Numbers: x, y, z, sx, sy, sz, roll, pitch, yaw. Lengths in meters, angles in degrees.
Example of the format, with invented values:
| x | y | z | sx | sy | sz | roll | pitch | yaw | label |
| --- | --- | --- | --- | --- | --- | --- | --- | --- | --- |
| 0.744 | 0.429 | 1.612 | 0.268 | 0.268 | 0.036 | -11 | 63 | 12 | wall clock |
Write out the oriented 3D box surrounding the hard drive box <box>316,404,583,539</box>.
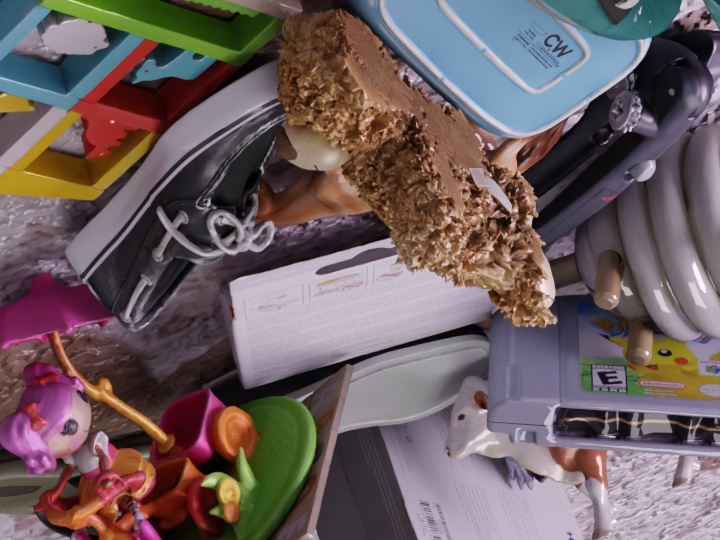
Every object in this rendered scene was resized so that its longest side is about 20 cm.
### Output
| x | y | z | sx | sy | sz | roll | pitch | yaw | label |
| --- | --- | --- | --- | --- | --- | --- | --- | --- | --- |
| 0.056 | 0.155 | 1.557 | 0.077 | 0.156 | 0.200 | -36 | 148 | 29 | hard drive box |

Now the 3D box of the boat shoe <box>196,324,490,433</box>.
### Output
| x | y | z | sx | sy | sz | roll | pitch | yaw | label |
| --- | --- | --- | --- | --- | --- | --- | --- | --- | --- |
| -0.014 | 0.067 | 1.456 | 0.199 | 0.060 | 0.076 | -18 | 141 | 3 | boat shoe |

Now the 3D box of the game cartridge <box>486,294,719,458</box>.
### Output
| x | y | z | sx | sy | sz | roll | pitch | yaw | label |
| --- | --- | --- | --- | --- | --- | --- | --- | --- | --- |
| 0.175 | 0.061 | 1.376 | 0.199 | 0.133 | 0.041 | 4 | 115 | 2 | game cartridge |

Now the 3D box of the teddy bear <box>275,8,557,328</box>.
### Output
| x | y | z | sx | sy | sz | roll | pitch | yaw | label |
| --- | --- | --- | --- | --- | --- | --- | --- | --- | --- |
| 0.025 | -0.043 | 1.135 | 0.067 | 0.145 | 0.200 | -34 | 144 | 20 | teddy bear |

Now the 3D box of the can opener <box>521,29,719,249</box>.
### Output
| x | y | z | sx | sy | sz | roll | pitch | yaw | label |
| --- | --- | --- | --- | --- | --- | --- | --- | --- | --- |
| 0.135 | -0.063 | 1.311 | 0.078 | 0.064 | 0.200 | 3 | 145 | -37 | can opener |

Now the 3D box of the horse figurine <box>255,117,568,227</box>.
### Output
| x | y | z | sx | sy | sz | roll | pitch | yaw | label |
| --- | --- | --- | --- | --- | --- | --- | --- | --- | --- |
| 0.031 | -0.068 | 1.253 | 0.199 | 0.050 | 0.133 | -6 | 143 | -18 | horse figurine |

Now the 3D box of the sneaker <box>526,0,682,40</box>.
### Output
| x | y | z | sx | sy | sz | roll | pitch | yaw | label |
| --- | --- | --- | --- | --- | --- | --- | --- | --- | --- |
| 0.096 | -0.160 | 1.033 | 0.071 | 0.080 | 0.200 | -54 | 131 | -4 | sneaker |

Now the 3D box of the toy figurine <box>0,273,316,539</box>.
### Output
| x | y | z | sx | sy | sz | roll | pitch | yaw | label |
| --- | --- | --- | --- | --- | --- | --- | --- | --- | --- |
| -0.145 | 0.095 | 1.298 | 0.150 | 0.200 | 0.184 | -23 | 123 | 37 | toy figurine |

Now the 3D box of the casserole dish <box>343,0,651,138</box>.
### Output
| x | y | z | sx | sy | sz | roll | pitch | yaw | label |
| --- | --- | --- | --- | --- | --- | --- | --- | --- | --- |
| 0.070 | -0.130 | 1.135 | 0.121 | 0.039 | 0.200 | -34 | 139 | 16 | casserole dish |

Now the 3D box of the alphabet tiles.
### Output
| x | y | z | sx | sy | sz | roll | pitch | yaw | label |
| --- | --- | --- | --- | --- | --- | --- | --- | --- | --- |
| -0.075 | 0.157 | 1.350 | 0.008 | 0.200 | 0.167 | 41 | 119 | -16 | alphabet tiles |

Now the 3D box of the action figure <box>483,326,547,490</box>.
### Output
| x | y | z | sx | sy | sz | roll | pitch | yaw | label |
| --- | --- | --- | --- | --- | --- | --- | --- | --- | --- |
| 0.176 | 0.062 | 1.563 | 0.200 | 0.149 | 0.134 | -30 | -174 | -19 | action figure |

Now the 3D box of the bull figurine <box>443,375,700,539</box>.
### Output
| x | y | z | sx | sy | sz | roll | pitch | yaw | label |
| --- | --- | --- | --- | --- | --- | --- | --- | --- | --- |
| 0.152 | 0.094 | 1.447 | 0.200 | 0.122 | 0.065 | -24 | 179 | -19 | bull figurine |

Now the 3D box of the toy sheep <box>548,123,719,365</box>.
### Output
| x | y | z | sx | sy | sz | roll | pitch | yaw | label |
| --- | --- | --- | --- | --- | --- | --- | --- | --- | --- |
| 0.192 | -0.018 | 1.358 | 0.199 | 0.138 | 0.138 | -12 | 156 | 22 | toy sheep |

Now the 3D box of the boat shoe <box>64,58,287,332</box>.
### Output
| x | y | z | sx | sy | sz | roll | pitch | yaw | label |
| --- | --- | --- | --- | --- | --- | --- | --- | --- | --- |
| -0.081 | -0.033 | 1.199 | 0.199 | 0.068 | 0.074 | -41 | 170 | 37 | boat shoe |

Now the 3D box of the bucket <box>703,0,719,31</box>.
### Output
| x | y | z | sx | sy | sz | roll | pitch | yaw | label |
| --- | --- | --- | --- | --- | --- | --- | --- | --- | --- |
| 0.247 | -0.158 | 1.073 | 0.207 | 0.208 | 0.135 | -22 | 154 | 6 | bucket |

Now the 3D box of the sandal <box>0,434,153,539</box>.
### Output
| x | y | z | sx | sy | sz | roll | pitch | yaw | label |
| --- | --- | --- | --- | --- | --- | --- | --- | --- | --- |
| -0.176 | 0.150 | 1.504 | 0.200 | 0.057 | 0.080 | -2 | 148 | -30 | sandal |

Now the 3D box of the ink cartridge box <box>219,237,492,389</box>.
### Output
| x | y | z | sx | sy | sz | roll | pitch | yaw | label |
| --- | --- | --- | --- | --- | --- | --- | --- | --- | --- |
| 0.000 | 0.000 | 1.329 | 0.162 | 0.057 | 0.200 | -16 | 158 | -6 | ink cartridge box |

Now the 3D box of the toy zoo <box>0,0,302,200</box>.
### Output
| x | y | z | sx | sy | sz | roll | pitch | yaw | label |
| --- | --- | --- | --- | --- | --- | --- | --- | --- | --- |
| -0.140 | -0.090 | 1.132 | 0.131 | 0.021 | 0.200 | 12 | 139 | -45 | toy zoo |
